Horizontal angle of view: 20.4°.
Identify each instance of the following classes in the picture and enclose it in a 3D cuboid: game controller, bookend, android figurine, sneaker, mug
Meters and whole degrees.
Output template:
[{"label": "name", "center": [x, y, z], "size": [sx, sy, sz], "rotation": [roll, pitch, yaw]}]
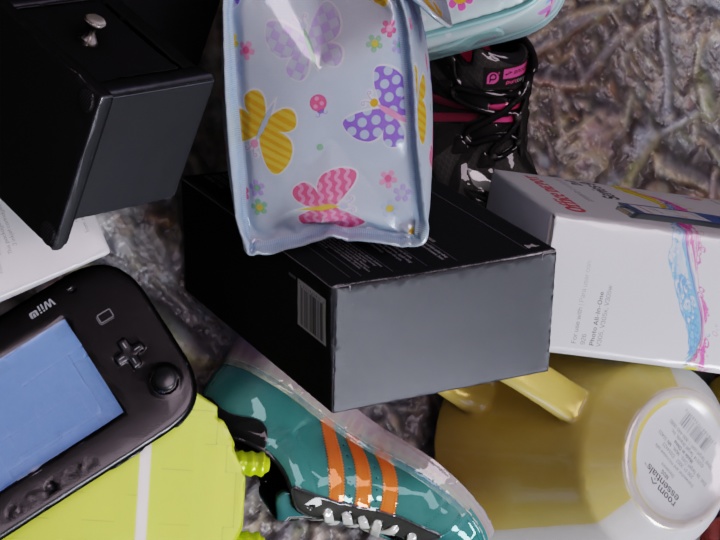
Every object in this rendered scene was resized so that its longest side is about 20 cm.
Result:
[{"label": "game controller", "center": [-0.190, 0.082, 1.086], "size": [0.199, 0.042, 0.105], "rotation": [-32, 88, -13]}, {"label": "bookend", "center": [-0.137, -0.121, 1.072], "size": [0.198, 0.093, 0.200], "rotation": [-15, 48, -46]}, {"label": "android figurine", "center": [-0.149, 0.126, 1.127], "size": [0.198, 0.041, 0.184], "rotation": [3, 81, -11]}, {"label": "sneaker", "center": [-0.014, 0.128, 1.202], "size": [0.199, 0.071, 0.080], "rotation": [36, 71, -10]}, {"label": "sneaker", "center": [0.074, -0.106, 1.266], "size": [0.076, 0.084, 0.202], "rotation": [-22, 92, -26]}, {"label": "mug", "center": [0.131, 0.112, 1.215], "size": [0.185, 0.153, 0.151], "rotation": [-1, 89, -31]}]

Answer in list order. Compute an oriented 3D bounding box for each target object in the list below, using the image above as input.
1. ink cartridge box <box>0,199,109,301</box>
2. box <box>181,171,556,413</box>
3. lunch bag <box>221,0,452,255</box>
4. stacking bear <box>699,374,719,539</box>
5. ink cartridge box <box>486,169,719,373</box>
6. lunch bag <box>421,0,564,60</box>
[{"label": "ink cartridge box", "center": [-0.249, 0.004, 1.075], "size": [0.199, 0.115, 0.068], "rotation": [-24, 93, -26]}, {"label": "box", "center": [0.000, 0.000, 1.145], "size": [0.140, 0.200, 0.080], "rotation": [-11, 114, -25]}, {"label": "lunch bag", "center": [-0.015, -0.129, 1.084], "size": [0.126, 0.170, 0.202], "rotation": [-5, 109, 1]}, {"label": "stacking bear", "center": [0.277, 0.091, 1.326], "size": [0.120, 0.114, 0.202], "rotation": [-1, 71, 2]}, {"label": "ink cartridge box", "center": [0.180, 0.004, 1.205], "size": [0.198, 0.145, 0.088], "rotation": [6, 101, -12]}, {"label": "lunch bag", "center": [0.019, -0.197, 1.207], "size": [0.198, 0.077, 0.162], "rotation": [-13, 88, 16]}]
